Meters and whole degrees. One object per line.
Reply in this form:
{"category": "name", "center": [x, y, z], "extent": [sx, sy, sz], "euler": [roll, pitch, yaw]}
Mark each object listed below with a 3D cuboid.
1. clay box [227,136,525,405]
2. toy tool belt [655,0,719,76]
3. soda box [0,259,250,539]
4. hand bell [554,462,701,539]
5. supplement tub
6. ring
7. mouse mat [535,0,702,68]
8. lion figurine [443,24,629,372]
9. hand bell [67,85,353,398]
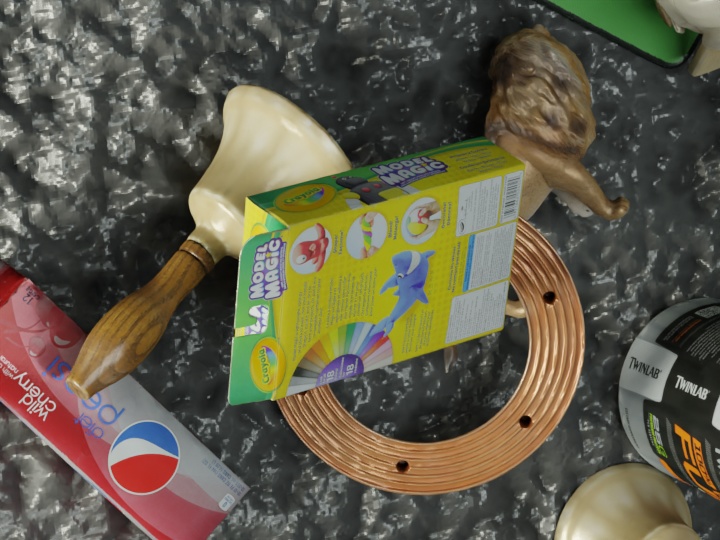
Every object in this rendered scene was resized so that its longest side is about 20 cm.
{"category": "clay box", "center": [0.000, 0.000, 1.632], "extent": [0.199, 0.048, 0.116], "euler": [-14, 125, -33]}
{"category": "toy tool belt", "center": [0.269, -0.210, 1.758], "extent": [0.200, 0.125, 0.123], "euler": [-38, 144, 1]}
{"category": "soda box", "center": [-0.160, 0.084, 1.674], "extent": [0.063, 0.070, 0.200], "euler": [-48, 115, -7]}
{"category": "hand bell", "center": [0.212, 0.195, 1.787], "extent": [0.103, 0.200, 0.105], "euler": [-4, 102, -22]}
{"category": "supplement tub", "center": [0.258, 0.093, 1.787], "extent": [0.122, 0.200, 0.123], "euler": [-4, 102, -22]}
{"category": "ring", "center": [0.039, 0.043, 1.745], "extent": [0.199, 0.019, 0.202], "euler": [0, 108, -1]}
{"category": "mouse mat", "center": [0.189, -0.240, 1.775], "extent": [0.160, 0.008, 0.201], "euler": [24, 102, -26]}
{"category": "lion figurine", "center": [0.083, -0.045, 1.756], "extent": [0.122, 0.072, 0.200], "euler": [43, 85, -21]}
{"category": "hand bell", "center": [-0.100, -0.002, 1.637], "extent": [0.200, 0.104, 0.104], "euler": [-48, 115, -22]}
